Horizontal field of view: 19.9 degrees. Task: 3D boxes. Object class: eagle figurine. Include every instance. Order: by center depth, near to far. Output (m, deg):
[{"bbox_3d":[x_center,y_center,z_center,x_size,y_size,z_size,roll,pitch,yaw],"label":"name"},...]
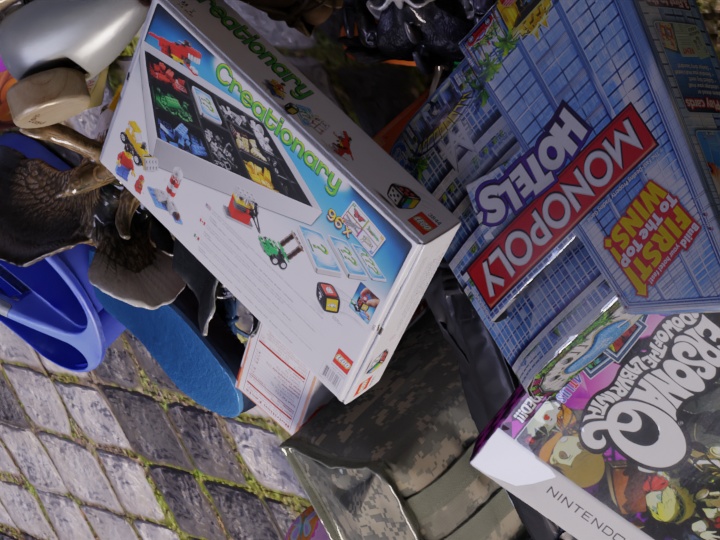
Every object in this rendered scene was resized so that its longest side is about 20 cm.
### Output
[{"bbox_3d":[-0.177,-0.050,1.366,0.152,0.151,0.200,46,150,-12],"label":"eagle figurine"}]

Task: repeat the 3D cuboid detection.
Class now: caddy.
[{"bbox_3d":[-0.255,-0.008,1.574,0.200,0.105,0.142,36,146,20],"label":"caddy"}]

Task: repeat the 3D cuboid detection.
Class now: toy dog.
[{"bbox_3d":[-0.139,-0.154,1.238,0.199,0.096,0.133,-1,91,14],"label":"toy dog"}]

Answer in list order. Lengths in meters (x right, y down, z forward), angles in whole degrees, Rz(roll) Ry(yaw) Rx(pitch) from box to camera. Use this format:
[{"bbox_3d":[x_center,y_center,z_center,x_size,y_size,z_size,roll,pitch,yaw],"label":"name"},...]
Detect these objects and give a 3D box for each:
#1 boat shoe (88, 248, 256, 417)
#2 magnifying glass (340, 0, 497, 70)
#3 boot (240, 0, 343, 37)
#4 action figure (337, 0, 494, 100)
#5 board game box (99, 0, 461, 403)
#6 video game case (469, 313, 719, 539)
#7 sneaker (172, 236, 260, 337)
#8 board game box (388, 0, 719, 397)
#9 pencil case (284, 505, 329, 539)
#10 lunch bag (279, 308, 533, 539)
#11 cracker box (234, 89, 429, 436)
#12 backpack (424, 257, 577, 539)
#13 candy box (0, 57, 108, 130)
[{"bbox_3d":[-0.119,0.025,1.439,0.200,0.068,0.085,44,144,37],"label":"boat shoe"},{"bbox_3d":[0.064,-0.122,1.130,0.199,0.022,0.080,10,132,44],"label":"magnifying glass"},{"bbox_3d":[-0.038,-0.161,1.081,0.073,0.200,0.076,-32,97,14],"label":"boot"},{"bbox_3d":[0.031,-0.166,1.039,0.118,0.103,0.200,8,157,24],"label":"action figure"},{"bbox_3d":[-0.047,-0.042,1.065,0.200,0.035,0.127,44,136,18],"label":"board game box"},{"bbox_3d":[0.183,0.075,1.052,0.181,0.036,0.200,35,115,-3],"label":"video game case"},{"bbox_3d":[-0.087,-0.033,1.209,0.200,0.060,0.105,-142,62,-69],"label":"sneaker"},{"bbox_3d":[0.114,-0.034,0.984,0.200,0.061,0.201,-47,62,34],"label":"board game box"},{"bbox_3d":[0.027,0.226,1.510,0.199,0.087,0.088,7,131,49],"label":"pencil case"},{"bbox_3d":[0.069,0.145,1.279,0.117,0.164,0.201,9,132,50],"label":"lunch bag"},{"bbox_3d":[0.000,0.000,1.235,0.058,0.134,0.200,39,149,12],"label":"cracker box"},{"bbox_3d":[0.135,0.075,1.160,0.163,0.153,0.201,-2,101,45],"label":"backpack"},{"bbox_3d":[-0.219,-0.172,1.329,0.057,0.116,0.200,64,155,23],"label":"candy box"}]
